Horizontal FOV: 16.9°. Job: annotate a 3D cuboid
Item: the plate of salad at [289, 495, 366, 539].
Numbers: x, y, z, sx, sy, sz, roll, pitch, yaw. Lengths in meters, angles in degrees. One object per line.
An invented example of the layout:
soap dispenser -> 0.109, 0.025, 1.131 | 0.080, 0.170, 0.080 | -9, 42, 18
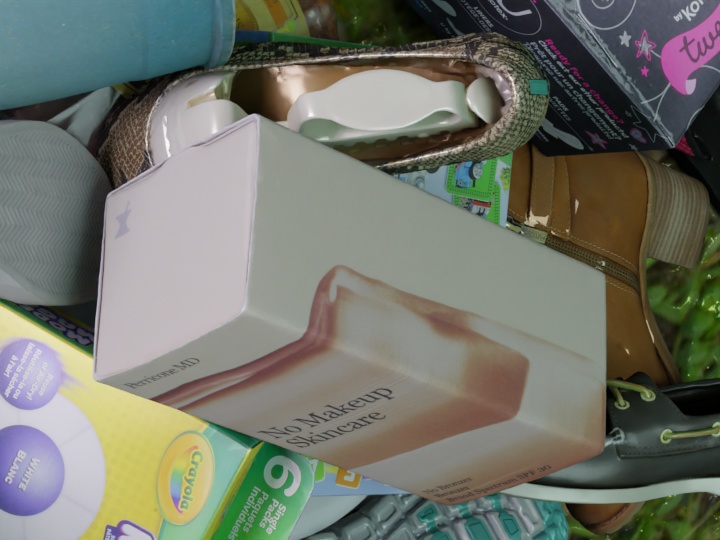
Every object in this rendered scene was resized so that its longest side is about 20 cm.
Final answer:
plate of salad -> -0.044, 0.026, 1.115 | 0.199, 0.048, 0.202 | -5, 98, -41

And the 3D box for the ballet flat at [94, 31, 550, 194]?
ballet flat -> -0.023, -0.063, 0.990 | 0.198, 0.075, 0.069 | -8, 90, 11

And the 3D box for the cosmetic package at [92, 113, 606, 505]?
cosmetic package -> -0.001, 0.022, 0.995 | 0.199, 0.103, 0.088 | 22, 59, -35

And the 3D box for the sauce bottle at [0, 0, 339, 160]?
sauce bottle -> -0.103, -0.079, 1.073 | 0.199, 0.066, 0.066 | -30, 118, -26

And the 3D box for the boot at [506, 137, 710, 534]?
boot -> 0.096, 0.028, 1.231 | 0.154, 0.076, 0.202 | 12, 96, -36

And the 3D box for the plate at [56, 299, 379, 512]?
plate -> -0.078, 0.043, 1.145 | 0.199, 0.032, 0.201 | -20, 114, -29

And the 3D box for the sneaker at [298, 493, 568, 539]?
sneaker -> 0.008, 0.149, 1.204 | 0.199, 0.091, 0.078 | -15, 76, -24

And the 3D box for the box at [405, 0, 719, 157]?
box -> 0.136, -0.170, 1.155 | 0.132, 0.114, 0.200 | 45, 71, -21

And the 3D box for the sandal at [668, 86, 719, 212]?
sandal -> 0.176, -0.092, 1.272 | 0.200, 0.045, 0.075 | 39, 80, -35

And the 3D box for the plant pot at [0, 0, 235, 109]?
plant pot -> -0.170, -0.148, 0.944 | 0.187, 0.200, 0.202 | -19, 114, -12

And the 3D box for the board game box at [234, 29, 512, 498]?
board game box -> 0.000, 0.000, 1.095 | 0.150, 0.036, 0.202 | 3, 94, -40

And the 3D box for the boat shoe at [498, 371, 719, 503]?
boat shoe -> 0.138, 0.079, 1.194 | 0.200, 0.072, 0.061 | 0, 99, -30

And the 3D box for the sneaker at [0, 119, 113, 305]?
sneaker -> -0.188, -0.026, 0.967 | 0.200, 0.115, 0.074 | 17, 74, -62

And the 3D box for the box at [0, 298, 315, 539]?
box -> -0.128, 0.086, 1.029 | 0.199, 0.048, 0.118 | 28, 100, 5
